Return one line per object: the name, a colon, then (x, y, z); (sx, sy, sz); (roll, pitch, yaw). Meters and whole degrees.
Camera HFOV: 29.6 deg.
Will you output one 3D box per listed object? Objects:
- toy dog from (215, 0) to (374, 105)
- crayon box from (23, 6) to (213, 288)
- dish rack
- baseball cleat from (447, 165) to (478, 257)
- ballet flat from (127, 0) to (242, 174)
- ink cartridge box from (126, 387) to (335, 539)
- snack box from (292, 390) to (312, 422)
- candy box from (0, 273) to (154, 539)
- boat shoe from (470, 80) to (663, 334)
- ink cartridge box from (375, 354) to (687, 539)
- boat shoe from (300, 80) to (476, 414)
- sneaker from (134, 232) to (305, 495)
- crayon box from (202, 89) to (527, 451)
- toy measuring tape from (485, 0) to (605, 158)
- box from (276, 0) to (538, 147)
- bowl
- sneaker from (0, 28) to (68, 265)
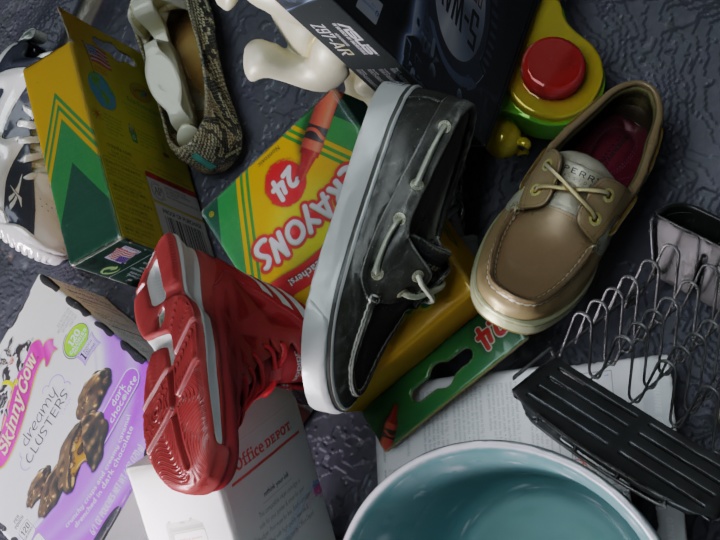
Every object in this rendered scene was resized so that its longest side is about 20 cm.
toy dog: (-0.006, -0.191, 0.911); (0.194, 0.200, 0.140); (-16, 72, 24)
crayon box: (-0.182, -0.086, 1.023); (0.051, 0.127, 0.200); (-27, 66, 20)
dish rack: (0.189, 0.050, 0.771); (0.153, 0.200, 0.055); (31, 135, 29)
baseball cleat: (0.056, -0.055, 0.932); (0.106, 0.070, 0.200); (34, 103, 20)
ballet flat: (-0.144, -0.169, 1.050); (0.068, 0.075, 0.200); (-27, 67, 21)
ink cartridge box: (-0.078, 0.157, 0.874); (0.067, 0.116, 0.200); (-11, 99, 26)
snack box: (-0.118, 0.157, 0.989); (0.072, 0.024, 0.200); (40, 98, 32)
candy box: (-0.202, 0.122, 0.997); (0.200, 0.071, 0.168); (32, 94, 40)
boat shoe: (0.127, -0.046, 0.822); (0.074, 0.066, 0.200); (26, 52, 12)
ink cartridge box: (0.108, 0.143, 0.865); (0.200, 0.050, 0.163); (-8, 74, 21)
boat shoe: (0.018, -0.008, 0.791); (0.064, 0.071, 0.200); (16, 95, 22)
sneaker: (-0.061, 0.056, 0.782); (0.078, 0.115, 0.200); (-58, 29, 30)
crayon box: (0.000, 0.000, 0.877); (0.127, 0.051, 0.200); (-42, 69, 17)
toy measuring tape: (0.146, -0.153, 0.904); (0.073, 0.074, 0.200); (25, 75, 30)
box: (0.032, -0.192, 0.820); (0.043, 0.200, 0.161); (5, 67, 42)
bowl: (0.096, 0.188, 0.769); (0.200, 0.105, 0.201); (1, 92, 25)
sneaker: (-0.253, -0.112, 1.091); (0.130, 0.079, 0.199); (-43, 52, 22)
